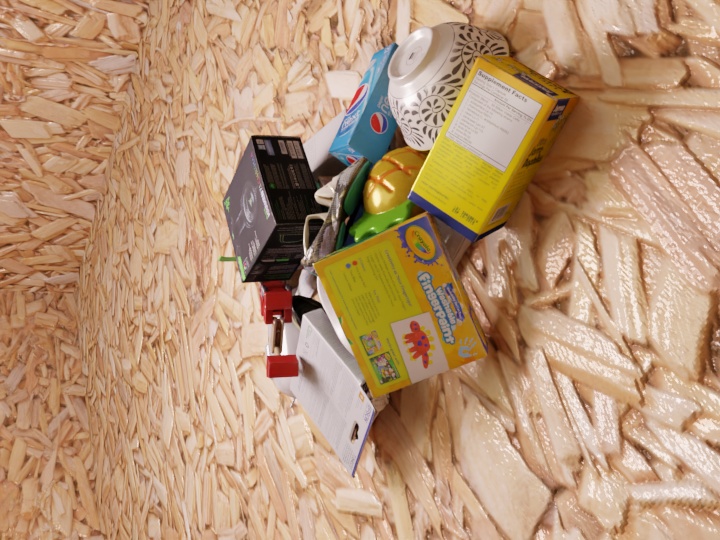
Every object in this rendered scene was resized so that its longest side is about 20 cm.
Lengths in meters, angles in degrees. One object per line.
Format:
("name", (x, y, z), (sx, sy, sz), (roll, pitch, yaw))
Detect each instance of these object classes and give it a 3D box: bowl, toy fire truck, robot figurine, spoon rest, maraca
("bowl", (0.101, -0.280, 0.961), (0.201, 0.094, 0.201), (-35, 40, 35))
("toy fire truck", (-0.141, 0.094, 1.145), (0.200, 0.049, 0.141), (-152, 61, -76))
("robot figurine", (-0.110, 0.149, 1.256), (0.170, 0.113, 0.200), (-24, 63, 33))
("spoon rest", (-0.020, 0.051, 1.020), (0.099, 0.061, 0.200), (-52, 52, 37))
("maraca", (0.056, -0.111, 1.007), (0.137, 0.107, 0.200), (-14, 33, 45))

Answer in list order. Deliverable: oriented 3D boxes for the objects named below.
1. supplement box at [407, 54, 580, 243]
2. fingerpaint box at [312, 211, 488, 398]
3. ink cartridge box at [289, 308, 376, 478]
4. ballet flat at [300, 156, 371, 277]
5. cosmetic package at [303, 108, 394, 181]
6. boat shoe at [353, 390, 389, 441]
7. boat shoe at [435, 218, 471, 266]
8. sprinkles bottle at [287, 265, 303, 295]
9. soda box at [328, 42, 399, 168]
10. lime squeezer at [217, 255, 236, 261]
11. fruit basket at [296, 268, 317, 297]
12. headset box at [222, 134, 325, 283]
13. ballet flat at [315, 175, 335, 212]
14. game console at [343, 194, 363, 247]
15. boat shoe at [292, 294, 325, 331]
("supplement box", (0.165, -0.153, 0.851), (0.109, 0.109, 0.200), (37, 120, 18))
("fingerpaint box", (0.056, 0.044, 0.908), (0.167, 0.073, 0.200), (-24, 95, 13))
("ink cartridge box", (-0.036, 0.193, 1.064), (0.200, 0.041, 0.200), (50, 143, 31))
("ballet flat", (-0.043, -0.087, 1.016), (0.072, 0.072, 0.200), (-4, 64, 57))
("cosmetic package", (-0.037, -0.205, 1.213), (0.200, 0.101, 0.071), (-24, 64, 52))
("boat shoe", (0.020, 0.197, 1.093), (0.069, 0.071, 0.200), (56, 139, 42))
("boat shoe", (0.111, -0.048, 0.988), (0.072, 0.068, 0.200), (56, 130, 45))
("sprinkles bottle", (-0.127, -0.041, 1.254), (0.068, 0.068, 0.200), (58, 137, 44))
("soda box", (0.026, -0.262, 1.093), (0.064, 0.068, 0.200), (-4, 58, 56))
("lime squeezer", (-0.183, 0.002, 1.344), (0.038, 0.200, 0.071), (-28, 36, 42))
("fruit basket", (-0.120, -0.058, 1.351), (0.200, 0.094, 0.185), (55, 140, 19))
("headset box", (-0.152, -0.096, 1.136), (0.200, 0.093, 0.174), (-50, 51, 51))
("ballet flat", (-0.035, -0.129, 1.163), (0.200, 0.067, 0.068), (90, 154, -85))
("game console", (0.000, 0.000, 1.098), (0.171, 0.118, 0.200), (-59, -8, -65))
("boat shoe", (-0.051, 0.108, 1.155), (0.201, 0.066, 0.072), (35, 79, 30))
